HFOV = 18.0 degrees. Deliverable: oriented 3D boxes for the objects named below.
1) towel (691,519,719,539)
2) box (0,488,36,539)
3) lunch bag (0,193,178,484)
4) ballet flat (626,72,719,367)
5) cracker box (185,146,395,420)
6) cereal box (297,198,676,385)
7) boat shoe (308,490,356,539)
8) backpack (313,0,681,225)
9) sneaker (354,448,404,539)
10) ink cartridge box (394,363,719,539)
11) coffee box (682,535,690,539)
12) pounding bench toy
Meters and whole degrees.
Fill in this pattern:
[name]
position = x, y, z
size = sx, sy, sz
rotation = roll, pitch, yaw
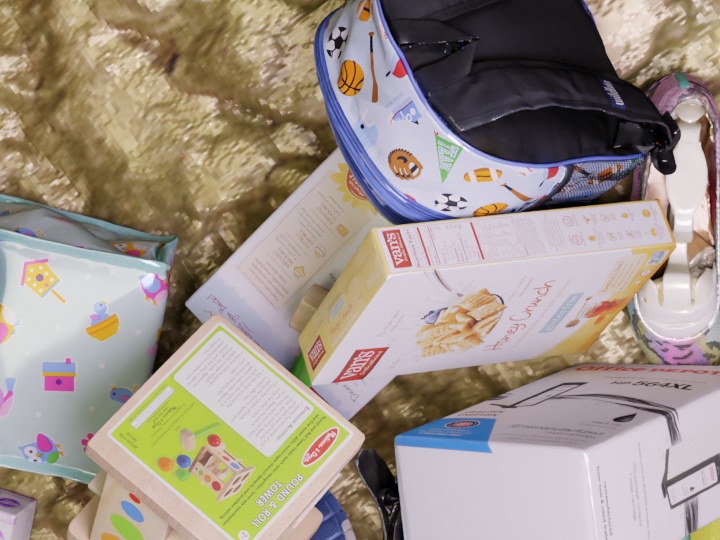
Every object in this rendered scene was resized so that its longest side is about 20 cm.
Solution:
[towel]
position = 0.237, 0.142, 1.482
size = 0.086, 0.018, 0.200
rotation = 46, 111, 9
[box]
position = -0.333, 0.159, 1.640
size = 0.199, 0.039, 0.042
rotation = 18, 106, 12
[lunch bag]
position = -0.235, 0.041, 1.525
size = 0.199, 0.122, 0.171
rotation = 13, 104, -6
[ballet flat]
position = 0.199, -0.022, 1.427
size = 0.069, 0.071, 0.201
rotation = -1, 102, 3
[cracker box]
position = 0.000, 0.000, 1.499
size = 0.134, 0.058, 0.200
rotation = 47, 109, 2
[cereal box]
position = 0.076, 0.014, 1.391
size = 0.144, 0.199, 0.040
rotation = 123, 134, -55
[boat shoe]
position = -0.022, 0.220, 1.535
size = 0.072, 0.072, 0.200
rotation = -29, 64, -11
[backpack]
position = 0.062, -0.112, 1.371
size = 0.154, 0.190, 0.201
rotation = -43, 67, 33
[sneaker]
position = 0.050, 0.200, 1.500
size = 0.060, 0.104, 0.201
rotation = -13, 97, 16
[ink cartridge box]
position = 0.139, 0.118, 1.390
size = 0.145, 0.200, 0.085
rotation = 0, 102, 40
[coffee box]
position = 0.148, 0.263, 1.455
size = 0.122, 0.044, 0.201
rotation = 1, 84, -5
[pounding bench toy]
position = -0.074, 0.118, 1.462
size = 0.124, 0.200, 0.156
rotation = 38, 149, 9
